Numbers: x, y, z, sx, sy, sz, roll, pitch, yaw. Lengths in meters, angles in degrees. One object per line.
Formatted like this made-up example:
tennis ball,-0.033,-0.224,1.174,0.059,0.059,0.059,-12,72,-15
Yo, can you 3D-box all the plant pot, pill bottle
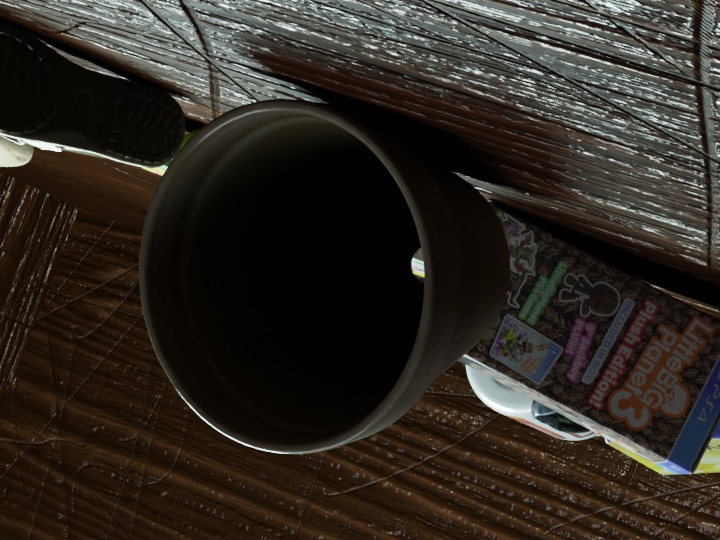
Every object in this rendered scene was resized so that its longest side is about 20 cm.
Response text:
plant pot,0.000,0.000,1.352,0.199,0.201,0.173,19,-167,31
pill bottle,0.185,0.096,2.134,0.112,0.113,0.200,19,176,29

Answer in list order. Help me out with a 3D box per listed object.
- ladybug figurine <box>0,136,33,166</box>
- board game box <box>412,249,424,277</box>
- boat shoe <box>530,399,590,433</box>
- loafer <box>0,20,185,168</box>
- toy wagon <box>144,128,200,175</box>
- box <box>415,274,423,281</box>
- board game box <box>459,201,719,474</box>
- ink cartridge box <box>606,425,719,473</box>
ladybug figurine,-0.345,-0.142,1.994,0.135,0.072,0.200,21,176,6
board game box,0.051,-0.017,1.823,0.199,0.034,0.134,19,176,31
boat shoe,0.198,0.088,1.829,0.200,0.091,0.071,13,158,-43
loafer,-0.221,-0.117,1.581,0.199,0.076,0.067,23,170,-21
toy wagon,-0.197,-0.116,1.770,0.199,0.040,0.155,23,176,-25
box,-0.017,-0.025,2.057,0.199,0.044,0.160,21,176,1
board game box,0.151,0.049,1.541,0.199,0.097,0.159,27,177,6
ink cartridge box,0.290,0.116,1.722,0.197,0.047,0.200,-4,167,24
